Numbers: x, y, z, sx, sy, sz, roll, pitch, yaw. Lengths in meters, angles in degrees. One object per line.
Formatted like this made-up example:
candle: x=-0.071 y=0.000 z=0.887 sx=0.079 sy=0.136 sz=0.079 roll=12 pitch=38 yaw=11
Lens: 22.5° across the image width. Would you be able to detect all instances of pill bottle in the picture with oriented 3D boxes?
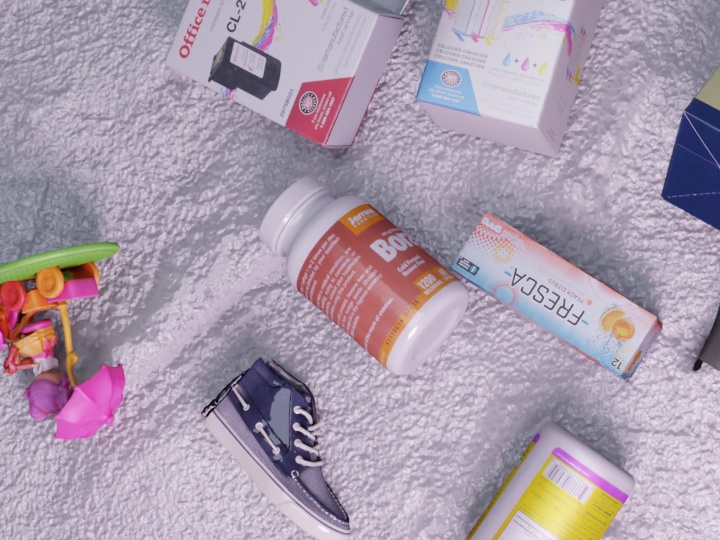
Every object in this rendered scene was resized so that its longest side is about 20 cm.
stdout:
pill bottle: x=0.161 y=0.248 z=1.686 sx=0.104 sy=0.104 sz=0.200 roll=35 pitch=91 yaw=17
pill bottle: x=0.000 y=0.000 z=1.766 sx=0.200 sy=0.112 sz=0.112 roll=40 pitch=92 yaw=17

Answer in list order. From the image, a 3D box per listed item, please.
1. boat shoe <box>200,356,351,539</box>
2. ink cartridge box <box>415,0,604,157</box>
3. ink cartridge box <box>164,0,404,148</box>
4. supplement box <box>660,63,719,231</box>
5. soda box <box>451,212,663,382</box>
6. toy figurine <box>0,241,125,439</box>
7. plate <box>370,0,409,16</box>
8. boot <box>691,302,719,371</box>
boat shoe: x=-0.063 y=0.173 z=1.772 sx=0.200 sy=0.075 sz=0.093 roll=43 pitch=101 yaw=18
ink cartridge box: x=0.151 y=-0.232 z=1.760 sx=0.128 sy=0.125 sz=0.201 roll=15 pitch=85 yaw=17
ink cartridge box: x=-0.079 y=-0.230 z=1.827 sx=0.199 sy=0.083 sz=0.146 roll=27 pitch=103 yaw=17
supplement box: x=0.412 y=-0.123 z=1.630 sx=0.200 sy=0.134 sz=0.200 roll=31 pitch=62 yaw=17
soda box: x=0.189 y=0.026 z=1.738 sx=0.200 sy=0.064 sz=0.069 roll=33 pitch=90 yaw=18
toy figurine: x=-0.316 y=0.084 z=1.840 sx=0.199 sy=0.150 sz=0.185 roll=-16 pitch=86 yaw=34
plate: x=0.003 y=-0.374 z=1.872 sx=0.199 sy=0.032 sz=0.201 roll=30 pitch=89 yaw=18
boot: x=0.419 y=0.066 z=1.673 sx=0.199 sy=0.077 sz=0.139 roll=25 pitch=93 yaw=29
